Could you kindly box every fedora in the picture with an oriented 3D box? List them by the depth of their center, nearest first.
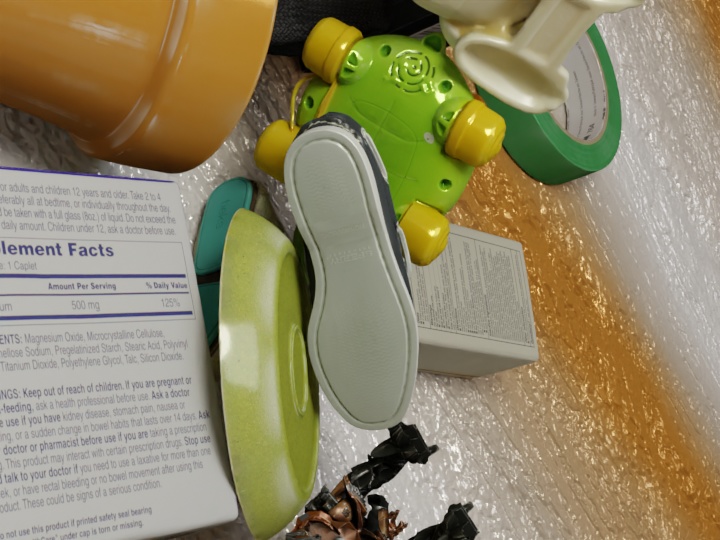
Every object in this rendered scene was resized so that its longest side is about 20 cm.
[{"bbox_3d":[-0.047,-0.197,1.014,0.200,0.199,0.093,-5,94,-53],"label":"fedora"}]

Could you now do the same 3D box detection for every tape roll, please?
[{"bbox_3d":[0.181,-0.185,1.421,0.200,0.048,0.203,26,55,-45],"label":"tape roll"}]

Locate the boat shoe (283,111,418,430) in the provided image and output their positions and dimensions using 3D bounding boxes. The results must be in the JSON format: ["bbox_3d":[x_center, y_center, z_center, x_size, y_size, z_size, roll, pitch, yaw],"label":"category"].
[{"bbox_3d":[0.000,0.000,0.928,0.060,0.075,0.202,-64,149,-67],"label":"boat shoe"}]

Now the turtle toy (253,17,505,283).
[{"bbox_3d":[0.010,-0.070,0.991,0.145,0.201,0.101,32,20,9],"label":"turtle toy"}]

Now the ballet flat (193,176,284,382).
[{"bbox_3d":[-0.088,0.023,0.965,0.063,0.067,0.201,55,38,-36],"label":"ballet flat"}]

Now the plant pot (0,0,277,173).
[{"bbox_3d":[-0.172,-0.168,0.844,0.182,0.200,0.203,7,69,-35],"label":"plant pot"}]

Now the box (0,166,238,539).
[{"bbox_3d":[-0.178,0.055,0.794,0.183,0.104,0.203,1,75,-54],"label":"box"}]

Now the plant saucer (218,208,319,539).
[{"bbox_3d":[-0.050,0.062,0.900,0.200,0.031,0.203,-4,90,-83],"label":"plant saucer"}]

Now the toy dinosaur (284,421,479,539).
[{"bbox_3d":[-0.002,0.169,0.978,0.103,0.135,0.200,53,11,-8],"label":"toy dinosaur"}]

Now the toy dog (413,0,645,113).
[{"bbox_3d":[0.094,-0.230,0.950,0.192,0.140,0.201,18,49,-5],"label":"toy dog"}]

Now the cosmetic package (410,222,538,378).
[{"bbox_3d":[0.052,0.021,1.140,0.199,0.073,0.105,13,65,-50],"label":"cosmetic package"}]

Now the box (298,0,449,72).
[{"bbox_3d":[0.035,-0.277,1.139,0.123,0.199,0.199,-8,82,-54],"label":"box"}]
